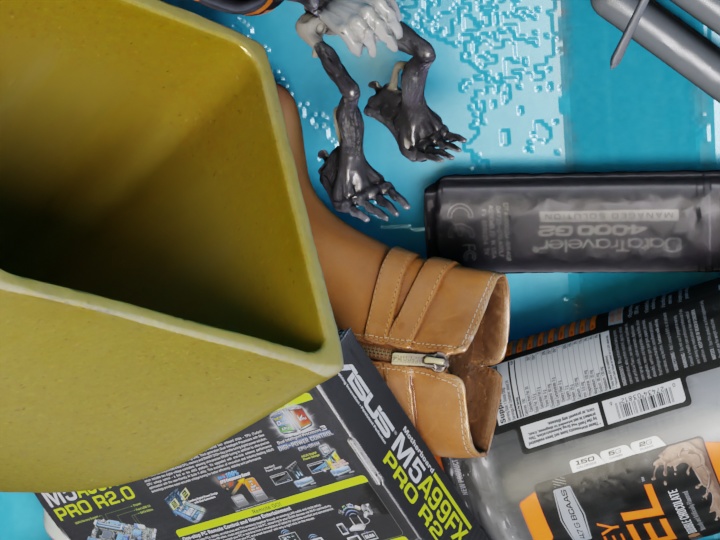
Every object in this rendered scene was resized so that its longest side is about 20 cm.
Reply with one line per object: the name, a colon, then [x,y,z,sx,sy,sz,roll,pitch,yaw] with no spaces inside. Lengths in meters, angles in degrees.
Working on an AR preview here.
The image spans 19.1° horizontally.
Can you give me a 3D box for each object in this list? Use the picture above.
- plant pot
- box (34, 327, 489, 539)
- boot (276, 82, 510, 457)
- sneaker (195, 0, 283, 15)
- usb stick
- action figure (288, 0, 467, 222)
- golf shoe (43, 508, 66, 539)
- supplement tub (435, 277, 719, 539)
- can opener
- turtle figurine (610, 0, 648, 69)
plant pot: [-0.158,-0.002,0.974,0.195,0.194,0.200,16,136,-38]
box: [-0.047,0.126,1.046,0.200,0.044,0.160,-21,110,36]
boot: [0.000,0.000,1.054,0.155,0.074,0.200,-1,91,32]
sneaker: [-0.082,-0.215,1.017,0.078,0.112,0.200,-24,102,14]
usb stick: [0.133,-0.025,1.086,0.200,0.033,0.055,-1,113,8]
action figure: [0.005,-0.130,0.974,0.102,0.119,0.200,17,132,41]
golf shoe: [-0.083,0.087,1.131,0.200,0.075,0.092,-13,101,11]
supplement tub: [0.129,0.082,1.071,0.200,0.123,0.123,-18,103,14]
can opener: [0.203,-0.092,1.042,0.200,0.066,0.053,37,105,2]
turtle figurine: [0.099,-0.207,0.948,0.200,0.144,0.194,-29,143,2]
